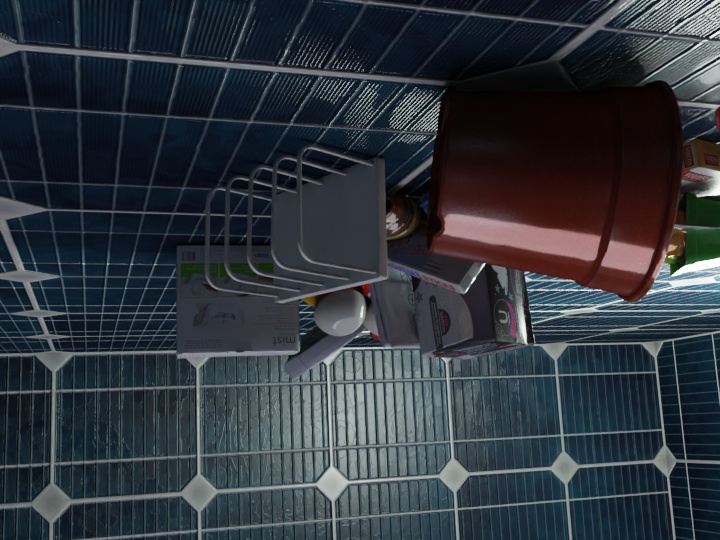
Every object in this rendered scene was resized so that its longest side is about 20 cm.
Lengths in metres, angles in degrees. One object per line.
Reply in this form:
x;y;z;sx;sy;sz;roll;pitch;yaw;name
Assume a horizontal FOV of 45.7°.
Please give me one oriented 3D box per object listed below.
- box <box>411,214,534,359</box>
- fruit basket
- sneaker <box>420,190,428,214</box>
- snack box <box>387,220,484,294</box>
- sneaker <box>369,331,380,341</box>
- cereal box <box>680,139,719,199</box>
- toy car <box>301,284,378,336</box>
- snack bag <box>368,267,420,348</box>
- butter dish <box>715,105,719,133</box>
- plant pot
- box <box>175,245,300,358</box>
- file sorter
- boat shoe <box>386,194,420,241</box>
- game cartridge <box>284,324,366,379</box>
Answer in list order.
0.151;0.016;1.215;0.131;0.202;0.114;-17;162;38;box
0.363;-0.052;1.079;0.198;0.095;0.185;8;175;14;fruit basket
0.172;-0.065;1.114;0.198;0.089;0.075;3;170;-21;sneaker
0.078;-0.029;1.126;0.199;0.072;0.024;21;160;45;snack box
0.114;0.066;1.459;0.115;0.200;0.078;42;169;-5;sneaker
0.369;-0.108;1.059;0.143;0.040;0.199;3;168;-36;cereal box
0.000;0.000;1.319;0.198;0.176;0.151;5;131;-34;toy car
0.076;0.019;1.258;0.021;0.202;0.188;-25;159;38;snack bag
0.446;-0.125;0.737;0.199;0.148;0.200;-12;126;49;butter dish
0.163;-0.081;0.784;0.193;0.203;0.201;6;170;0;plant pot
-0.203;0.052;1.405;0.198;0.179;0.097;-1;172;-13;box
-0.081;-0.051;0.993;0.124;0.140;0.199;10;164;-41;file sorter
-0.020;-0.063;1.146;0.198;0.073;0.067;-15;160;27;boat shoe
-0.043;0.104;1.465;0.199;0.042;0.133;-37;-176;15;game cartridge
